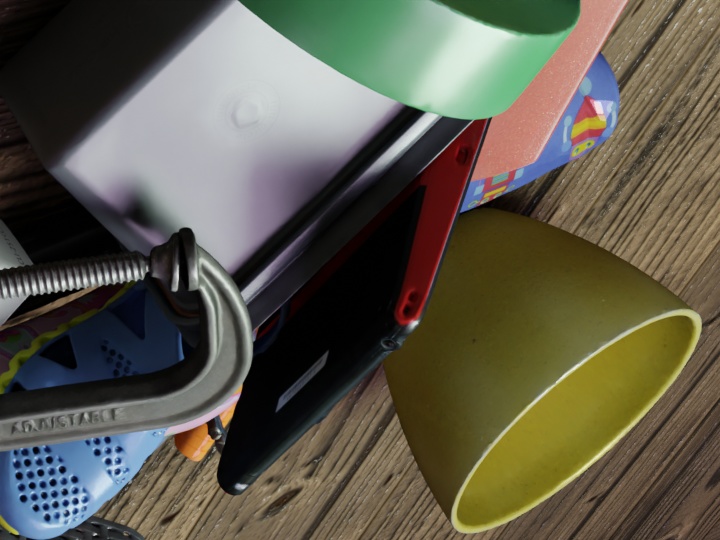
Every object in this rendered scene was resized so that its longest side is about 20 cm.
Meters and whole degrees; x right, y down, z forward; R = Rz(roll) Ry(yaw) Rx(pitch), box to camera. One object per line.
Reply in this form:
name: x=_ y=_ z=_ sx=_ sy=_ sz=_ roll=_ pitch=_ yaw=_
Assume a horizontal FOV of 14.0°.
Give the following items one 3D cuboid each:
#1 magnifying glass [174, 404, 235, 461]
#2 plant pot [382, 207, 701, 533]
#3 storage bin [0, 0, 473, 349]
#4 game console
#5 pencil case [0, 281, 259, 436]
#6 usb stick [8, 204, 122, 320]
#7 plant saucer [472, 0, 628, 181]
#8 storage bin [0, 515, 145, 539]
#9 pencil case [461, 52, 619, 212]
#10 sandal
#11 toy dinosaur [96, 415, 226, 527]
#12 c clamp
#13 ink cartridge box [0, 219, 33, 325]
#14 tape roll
magnifying glass: x=-0.042 y=0.024 z=1.646 sx=0.200 sy=0.022 sz=0.080 roll=-52 pitch=-161 yaw=14
plant pot: x=0.091 y=0.045 z=1.832 sx=0.200 sy=0.142 sz=0.200 roll=-35 pitch=160 yaw=-15
storage bin: x=-0.062 y=-0.092 z=1.324 sx=0.200 sy=0.146 sz=0.134 roll=-43 pitch=133 yaw=6
game console: x=0.000 y=0.000 z=1.391 sx=0.200 sy=0.031 sz=0.177 roll=-46 pitch=-156 yaw=51
pencil case: x=-0.137 y=0.056 z=1.471 sx=0.200 sy=0.087 sz=0.087 roll=-24 pitch=154 yaw=-30
usb stick: x=-0.169 y=0.000 z=1.440 sx=0.200 sy=0.033 sz=0.055 roll=-23 pitch=149 yaw=-39
plant saucer: x=0.124 y=-0.158 z=1.499 sx=0.200 sy=0.037 sz=0.200 roll=-62 pitch=180 yaw=44
storage bin: x=-0.217 y=0.183 z=1.494 sx=0.200 sy=0.094 sz=0.135 roll=20 pitch=129 yaw=-23
pencil case: x=0.048 y=-0.077 z=1.591 sx=0.200 sy=0.087 sz=0.078 roll=-24 pitch=152 yaw=-36
sandal: x=-0.103 y=0.046 z=1.394 sx=0.200 sy=0.079 sz=0.087 roll=-51 pitch=-155 yaw=-21
toy dinosaur: x=-0.165 y=0.099 z=1.579 sx=0.181 sy=0.105 sz=0.200 roll=-22 pitch=170 yaw=3
c clamp: x=-0.142 y=0.022 z=1.279 sx=0.200 sy=0.027 sz=0.171 roll=-4 pitch=133 yaw=-13
ink cartridge box: x=-0.265 y=0.043 z=1.296 sx=0.200 sy=0.045 sz=0.176 roll=-47 pitch=149 yaw=15
tape roll: x=-0.003 y=-0.146 z=1.194 sx=0.048 sy=0.200 sz=0.200 roll=-50 pitch=158 yaw=25
